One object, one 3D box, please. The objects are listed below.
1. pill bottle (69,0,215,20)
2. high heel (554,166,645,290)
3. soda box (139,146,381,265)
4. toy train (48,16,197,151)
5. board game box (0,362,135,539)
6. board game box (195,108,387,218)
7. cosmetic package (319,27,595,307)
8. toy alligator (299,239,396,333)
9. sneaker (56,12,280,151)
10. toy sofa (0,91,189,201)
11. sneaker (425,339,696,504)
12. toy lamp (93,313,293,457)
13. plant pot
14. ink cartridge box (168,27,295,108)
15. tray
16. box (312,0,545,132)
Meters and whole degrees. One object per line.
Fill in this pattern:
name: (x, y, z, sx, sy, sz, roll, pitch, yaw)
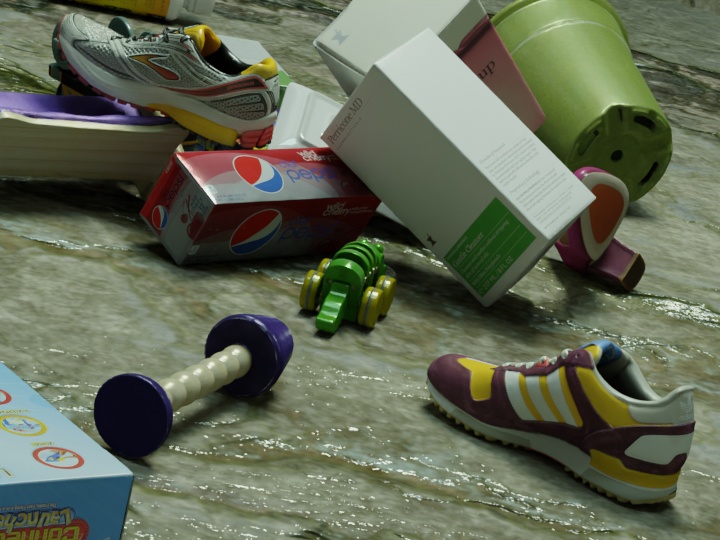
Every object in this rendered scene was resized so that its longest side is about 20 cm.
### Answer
pill bottle: (-0.272, -0.365, 2.565, 0.200, 0.109, 0.109, 10, 16, -10)
high heel: (0.181, -0.046, 1.818, 0.096, 0.067, 0.200, 30, -16, 28)
soda box: (-0.076, -0.054, 1.711, 0.200, 0.070, 0.063, -6, 47, -48)
toy train: (-0.214, -0.157, 1.900, 0.085, 0.114, 0.200, -9, 25, -38)
board game box: (-0.255, 0.096, 1.114, 0.200, 0.056, 0.196, 0, 21, -38)
board game box: (-0.055, -0.102, 1.944, 0.200, 0.057, 0.165, 2, 21, -34)
cosmetic package: (0.078, -0.084, 1.725, 0.200, 0.108, 0.085, 44, 46, 7)
toy alligator: (0.000, 0.000, 1.644, 0.059, 0.054, 0.200, 17, 16, 10)
sneaker: (-0.153, -0.171, 1.731, 0.200, 0.082, 0.078, 22, 23, 10)
toy sofa: (-0.244, -0.119, 1.731, 0.200, 0.098, 0.083, 0, 52, -37)
sneaker: (0.136, 0.079, 1.420, 0.200, 0.090, 0.075, 23, 19, 30)
toy lamp: (-0.098, 0.066, 1.341, 0.058, 0.058, 0.200, 18, 16, 18)
plant pot: (0.227, -0.161, 2.180, 0.200, 0.200, 0.190, 5, 29, -26)
ink cartridge box: (-0.137, -0.192, 2.175, 0.104, 0.059, 0.200, 7, 17, -18)
tray: (0.018, -0.096, 1.875, 0.200, 0.022, 0.107, 27, 40, -12)
box: (0.068, -0.177, 1.989, 0.109, 0.128, 0.200, 37, -10, 40)
